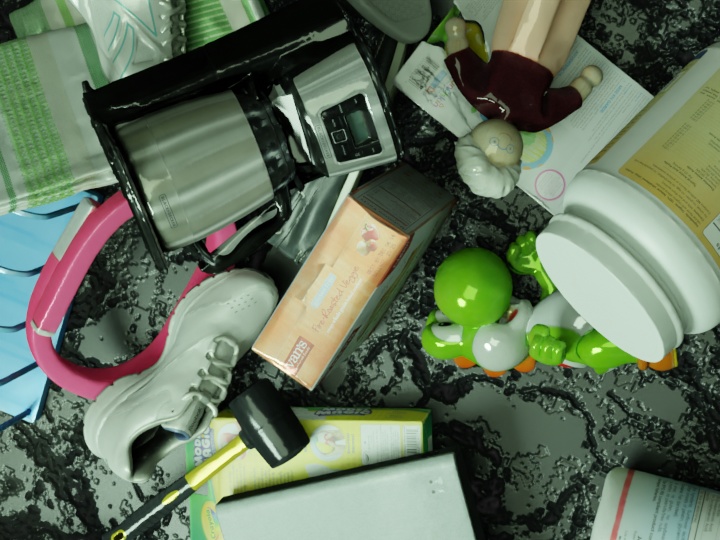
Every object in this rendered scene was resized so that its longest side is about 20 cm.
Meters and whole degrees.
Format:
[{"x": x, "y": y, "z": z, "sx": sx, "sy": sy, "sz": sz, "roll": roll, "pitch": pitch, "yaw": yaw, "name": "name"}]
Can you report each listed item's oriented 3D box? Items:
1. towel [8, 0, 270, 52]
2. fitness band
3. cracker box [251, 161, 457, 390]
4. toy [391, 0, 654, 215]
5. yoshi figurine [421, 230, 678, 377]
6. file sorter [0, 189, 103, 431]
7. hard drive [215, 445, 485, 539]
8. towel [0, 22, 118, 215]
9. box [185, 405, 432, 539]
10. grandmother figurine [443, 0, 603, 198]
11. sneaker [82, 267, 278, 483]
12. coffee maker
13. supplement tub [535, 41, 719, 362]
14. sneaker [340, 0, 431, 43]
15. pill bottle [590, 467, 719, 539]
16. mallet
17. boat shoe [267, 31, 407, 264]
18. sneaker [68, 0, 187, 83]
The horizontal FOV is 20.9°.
[{"x": -0.164, "y": -0.176, "z": 1.546, "sx": 0.199, "sy": 0.023, "sz": 0.154, "roll": -24, "pitch": 92, "yaw": 18, "name": "towel"}, {"x": -0.177, "y": 0.014, "z": 1.526, "sx": 0.201, "sy": 0.143, "sz": 0.037, "roll": -59, "pitch": 39, "yaw": 15, "name": "fitness band"}, {"x": 0.000, "y": 0.000, "z": 1.440, "sx": 0.057, "sy": 0.200, "sz": 0.135, "roll": 34, "pitch": 106, "yaw": 6, "name": "cracker box"}, {"x": 0.134, "y": -0.123, "z": 1.462, "sx": 0.200, "sy": 0.047, "sz": 0.115, "roll": 39, "pitch": 92, "yaw": -6, "name": "toy"}, {"x": 0.137, "y": 0.024, "z": 1.465, "sx": 0.198, "sy": 0.112, "sz": 0.113, "roll": -5, "pitch": 87, "yaw": 16, "name": "yoshi figurine"}, {"x": -0.315, "y": 0.017, "z": 1.561, "sx": 0.138, "sy": 0.123, "sz": 0.202, "roll": 20, "pitch": 104, "yaw": 10, "name": "file sorter"}, {"x": -0.002, "y": 0.225, "z": 1.518, "sx": 0.198, "sy": 0.033, "sz": 0.141, "roll": -14, "pitch": 98, "yaw": 15, "name": "hard drive"}, {"x": -0.277, "y": -0.105, "z": 1.494, "sx": 0.198, "sy": 0.031, "sz": 0.150, "roll": -18, "pitch": 61, "yaw": -8, "name": "towel"}, {"x": -0.041, "y": 0.169, "z": 1.558, "sx": 0.198, "sy": 0.048, "sz": 0.119, "roll": 0, "pitch": 99, "yaw": 11, "name": "box"}, {"x": 0.115, "y": -0.149, "z": 1.407, "sx": 0.120, "sy": 0.061, "sz": 0.202, "roll": 18, "pitch": 83, "yaw": 4, "name": "grandmother figurine"}, {"x": -0.129, "y": 0.087, "z": 1.525, "sx": 0.074, "sy": 0.087, "sz": 0.200, "roll": 36, "pitch": 96, "yaw": -36, "name": "sneaker"}, {"x": -0.088, "y": -0.116, "z": 1.385, "sx": 0.199, "sy": 0.135, "sz": 0.193, "roll": -23, "pitch": 56, "yaw": -7, "name": "coffee maker"}, {"x": 0.233, "y": -0.048, "z": 1.371, "sx": 0.200, "sy": 0.144, "sz": 0.144, "roll": -44, "pitch": 87, "yaw": -12, "name": "supplement tub"}, {"x": -0.034, "y": -0.234, "z": 1.474, "sx": 0.200, "sy": 0.071, "sz": 0.099, "roll": 43, "pitch": 146, "yaw": -3, "name": "sneaker"}, {"x": 0.271, "y": 0.221, "z": 1.457, "sx": 0.198, "sy": 0.109, "sz": 0.110, "roll": 13, "pitch": 102, "yaw": 11, "name": "pill bottle"}, {"x": -0.122, "y": 0.170, "z": 1.537, "sx": 0.066, "sy": 0.041, "sz": 0.200, "roll": 47, "pitch": 109, "yaw": 6, "name": "mallet"}, {"x": -0.022, "y": -0.099, "z": 1.495, "sx": 0.066, "sy": 0.075, "sz": 0.201, "roll": 22, "pitch": 109, "yaw": 2, "name": "boat shoe"}, {"x": -0.166, "y": -0.187, "z": 1.497, "sx": 0.080, "sy": 0.070, "sz": 0.201, "roll": -29, "pitch": 89, "yaw": 15, "name": "sneaker"}]
